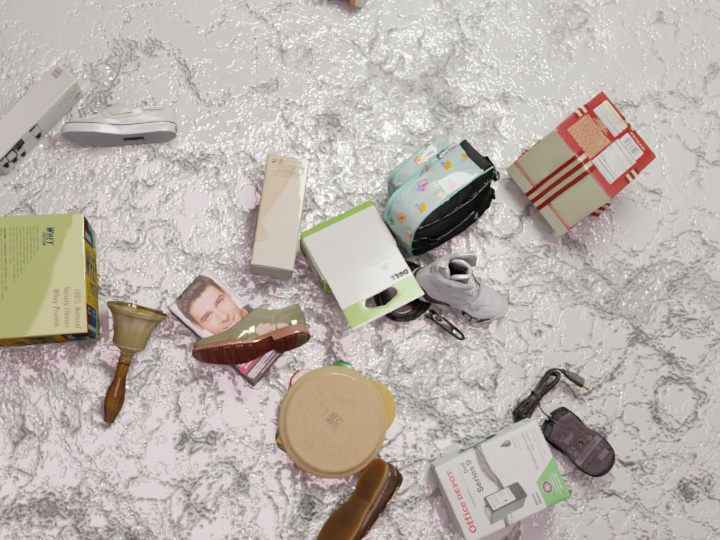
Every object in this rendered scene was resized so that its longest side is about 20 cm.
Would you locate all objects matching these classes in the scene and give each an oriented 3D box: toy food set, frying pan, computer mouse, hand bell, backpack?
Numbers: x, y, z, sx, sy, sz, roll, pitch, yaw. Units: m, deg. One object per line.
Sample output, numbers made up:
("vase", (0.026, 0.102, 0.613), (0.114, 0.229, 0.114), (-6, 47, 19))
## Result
("toy food set", (-0.049, 0.260, 1.543), (0.197, 0.049, 0.201), (29, 78, -3))
("frying pan", (0.111, 0.049, 1.609), (0.189, 0.031, 0.116), (17, 78, -9))
("computer mouse", (0.390, 0.271, 1.610), (0.199, 0.046, 0.141), (35, 86, 9))
("hand bell", (-0.402, 0.161, 1.496), (0.103, 0.104, 0.202), (14, 91, -6))
("backpack", (0.129, -0.128, 1.569), (0.153, 0.176, 0.200), (41, 76, 16))

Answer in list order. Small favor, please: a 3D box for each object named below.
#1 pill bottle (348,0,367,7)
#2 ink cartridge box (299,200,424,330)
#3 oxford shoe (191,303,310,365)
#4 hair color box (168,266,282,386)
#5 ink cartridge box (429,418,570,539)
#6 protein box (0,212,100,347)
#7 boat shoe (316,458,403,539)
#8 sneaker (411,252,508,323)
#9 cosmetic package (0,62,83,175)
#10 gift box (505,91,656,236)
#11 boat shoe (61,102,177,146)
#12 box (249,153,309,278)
("pill bottle", (-0.056, -0.588, 1.642), (0.199, 0.113, 0.114), (29, 78, -4))
("ink cartridge box", (0.000, 0.000, 1.554), (0.147, 0.076, 0.201), (-26, 72, -11))
("oxford shoe", (-0.187, 0.107, 1.485), (0.198, 0.071, 0.074), (-10, 58, -10))
("hair color box", (-0.227, 0.098, 1.535), (0.200, 0.061, 0.099), (41, 78, 0))
("ink cartridge box", (0.241, 0.367, 1.540), (0.199, 0.084, 0.147), (-24, 84, -4))
("protein box", (-0.546, 0.020, 1.460), (0.198, 0.135, 0.200), (-4, 81, -9))
("boat shoe", (0.003, 0.422, 1.516), (0.200, 0.070, 0.070), (-51, 131, -6))
("sneaker", (0.194, 0.032, 1.566), (0.199, 0.115, 0.076), (19, 64, -18))
("cosmetic package", (-0.570, -0.261, 1.529), (0.051, 0.083, 0.200), (40, 78, -3))
("gift box", (0.409, -0.191, 1.619), (0.199, 0.187, 0.185), (-32, 85, -32))
("boat shoe", (-0.426, -0.264, 1.557), (0.198, 0.072, 0.066), (-6, 78, -10))
("box", (-0.143, -0.094, 1.562), (0.077, 0.095, 0.202), (9, 79, -6))
